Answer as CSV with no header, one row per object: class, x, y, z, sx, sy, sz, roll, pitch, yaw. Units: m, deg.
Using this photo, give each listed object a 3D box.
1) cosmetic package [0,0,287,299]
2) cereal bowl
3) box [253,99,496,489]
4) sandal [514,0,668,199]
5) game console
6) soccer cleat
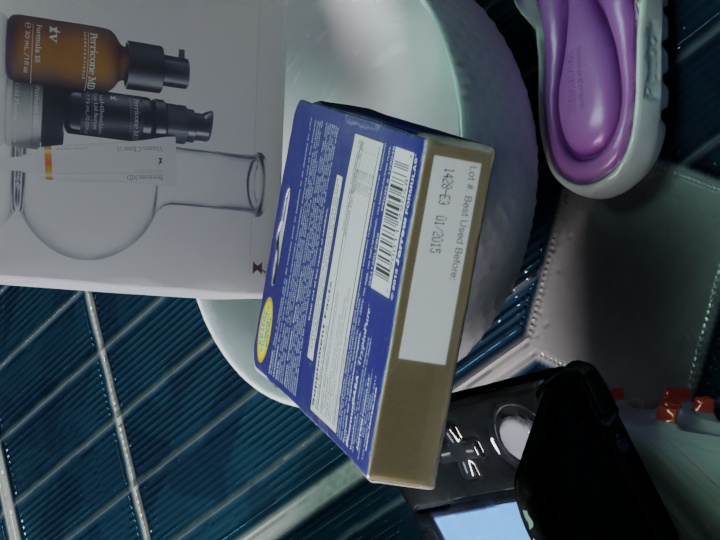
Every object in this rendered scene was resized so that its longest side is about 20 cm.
cosmetic package,-0.103,-0.091,0.895,0.051,0.150,0.202,-2,85,48
cereal bowl,0.009,-0.039,0.936,0.199,0.083,0.202,-5,84,50
box,0.000,0.000,0.818,0.200,0.032,0.122,-149,68,-72
sandal,0.086,-0.131,0.876,0.082,0.050,0.204,-28,65,43
game console,0.074,0.148,0.759,0.175,0.116,0.201,-18,102,49
soccer cleat,0.134,0.089,0.791,0.199,0.069,0.078,8,96,47
